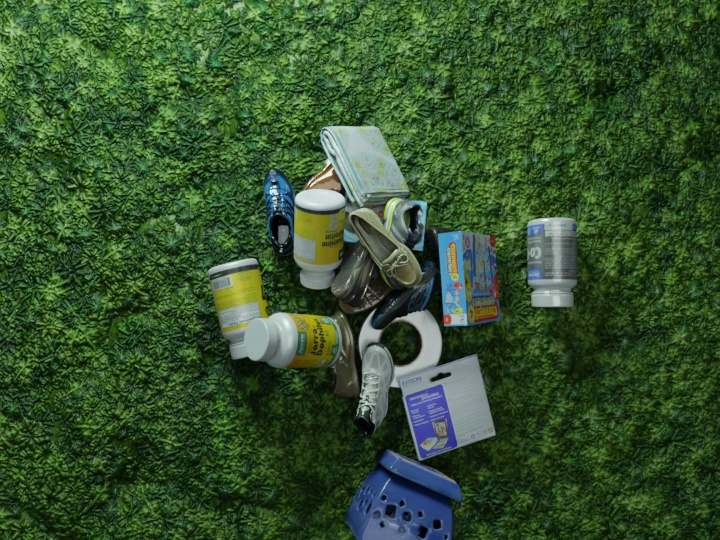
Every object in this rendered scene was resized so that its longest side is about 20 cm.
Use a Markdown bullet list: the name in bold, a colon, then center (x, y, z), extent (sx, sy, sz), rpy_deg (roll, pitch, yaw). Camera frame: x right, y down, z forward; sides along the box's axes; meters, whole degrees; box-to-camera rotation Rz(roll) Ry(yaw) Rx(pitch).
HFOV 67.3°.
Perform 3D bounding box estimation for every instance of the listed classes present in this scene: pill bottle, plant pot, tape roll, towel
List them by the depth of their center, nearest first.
- **pill bottle**: center (-0.141, 0.148, 1.141), extent (0.198, 0.112, 0.115), rpy_deg (11, 84, -47)
- **plant pot**: center (0.097, 0.505, 1.168), extent (0.197, 0.200, 0.182), rpy_deg (24, 77, -4)
- **pill bottle**: center (-0.259, 0.085, 1.190), extent (0.112, 0.114, 0.204), rpy_deg (-13, 89, -7)
- **pill bottle**: center (-0.091, -0.067, 1.190), extent (0.110, 0.112, 0.203), rpy_deg (1, 116, -6)
- **towel**: center (0.012, -0.236, 1.218), extent (0.170, 0.048, 0.203), rpy_deg (-12, 72, -45)
- **tape roll**: center (0.091, 0.170, 1.262), extent (0.199, 0.037, 0.207), rpy_deg (0, 87, -6)
- **pill bottle**: center (0.450, -0.016, 1.273), extent (0.111, 0.114, 0.204), rpy_deg (1, 86, -6)

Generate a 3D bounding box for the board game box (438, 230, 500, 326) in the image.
- **board game box**: center (0.247, 0.019, 1.213), extent (0.055, 0.199, 0.200), rpy_deg (-6, 87, 35)

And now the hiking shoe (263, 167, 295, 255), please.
- **hiking shoe**: center (-0.178, -0.137, 1.224), extent (0.073, 0.087, 0.204), rpy_deg (-10, 88, -7)

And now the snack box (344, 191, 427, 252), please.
- **snack box**: center (0.054, -0.114, 1.273), extent (0.196, 0.037, 0.119), rpy_deg (6, 86, -6)

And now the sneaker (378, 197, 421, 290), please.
- **sneaker**: center (0.089, -0.058, 1.175), extent (0.073, 0.080, 0.204), rpy_deg (0, 92, -37)

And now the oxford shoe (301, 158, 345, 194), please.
- **oxford shoe**: center (-0.078, -0.182, 1.236), extent (0.071, 0.071, 0.201), rpy_deg (32, 84, 27)

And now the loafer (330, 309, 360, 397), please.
- **loafer**: center (-0.046, 0.193, 1.226), extent (0.066, 0.076, 0.204), rpy_deg (-10, 88, -13)

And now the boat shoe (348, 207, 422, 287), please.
- **boat shoe**: center (0.049, -0.044, 1.127), extent (0.073, 0.063, 0.202), rpy_deg (-38, 87, 21)

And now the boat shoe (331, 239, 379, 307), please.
- **boat shoe**: center (0.000, 0.000, 1.186), extent (0.074, 0.074, 0.201), rpy_deg (49, 48, -25)

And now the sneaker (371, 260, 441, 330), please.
- **sneaker**: center (0.111, 0.072, 1.216), extent (0.199, 0.073, 0.082), rpy_deg (-42, 105, -2)

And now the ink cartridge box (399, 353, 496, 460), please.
- **ink cartridge box**: center (0.199, 0.311, 1.251), extent (0.195, 0.043, 0.204), rpy_deg (-15, 98, -7)

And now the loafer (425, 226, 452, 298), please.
- **loafer**: center (0.214, -0.009, 1.266), extent (0.070, 0.073, 0.204), rpy_deg (-15, 92, -17)

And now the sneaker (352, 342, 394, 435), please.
- **sneaker**: center (0.029, 0.267, 1.178), extent (0.074, 0.115, 0.204), rpy_deg (4, 109, 11)

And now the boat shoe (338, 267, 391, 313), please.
- **boat shoe**: center (0.038, 0.036, 1.247), extent (0.198, 0.065, 0.072), rpy_deg (-33, 83, -10)
